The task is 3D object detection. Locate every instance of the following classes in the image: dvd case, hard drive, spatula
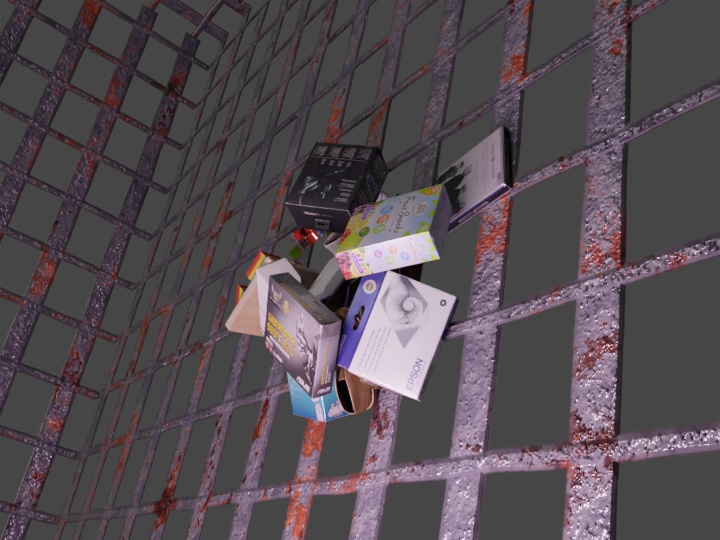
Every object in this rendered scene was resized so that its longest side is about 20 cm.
[{"bbox_3d":[0.215,-0.171,1.536,0.199,0.024,0.153,-35,39,43],"label":"dvd case"},{"bbox_3d":[-0.063,0.013,1.713,0.133,0.025,0.200,-54,9,-18],"label":"hard drive"},{"bbox_3d":[0.000,0.000,1.629,0.203,0.020,0.057,-63,9,13],"label":"spatula"}]

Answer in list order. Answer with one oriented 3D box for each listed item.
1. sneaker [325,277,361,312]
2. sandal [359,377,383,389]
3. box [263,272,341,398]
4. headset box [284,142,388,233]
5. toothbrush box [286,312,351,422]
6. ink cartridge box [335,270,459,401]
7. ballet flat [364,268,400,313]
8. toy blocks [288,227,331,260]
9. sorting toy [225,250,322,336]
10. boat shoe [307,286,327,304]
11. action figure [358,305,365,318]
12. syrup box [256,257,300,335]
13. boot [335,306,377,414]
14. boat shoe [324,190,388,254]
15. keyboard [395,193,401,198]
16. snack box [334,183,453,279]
[{"bbox_3d":[-0.011,0.011,1.723,0.200,0.066,0.091,-47,20,33],"label":"sneaker"},{"bbox_3d":[0.061,0.133,1.497,0.203,0.080,0.055,-67,8,-11],"label":"sandal"},{"bbox_3d":[-0.115,0.120,1.497,0.199,0.048,0.161,39,129,45],"label":"box"},{"bbox_3d":[-0.054,-0.183,1.788,0.171,0.093,0.203,7,59,28],"label":"headset box"},{"bbox_3d":[-0.087,0.191,1.594,0.145,0.084,0.205,-7,93,59],"label":"toothbrush box"},{"bbox_3d":[0.056,0.108,1.437,0.197,0.041,0.203,19,81,21],"label":"ink cartridge box"},{"bbox_3d":[0.048,0.017,1.557,0.064,0.074,0.203,101,-178,-57],"label":"ballet flat"},{"bbox_3d":[-0.097,-0.114,1.896,0.199,0.100,0.137,-41,3,-9],"label":"toy blocks"},{"bbox_3d":[-0.216,0.056,1.897,0.070,0.198,0.201,43,106,35],"label":"sorting toy"},{"bbox_3d":[-0.105,0.133,1.802,0.075,0.074,0.203,102,175,-52],"label":"boat shoe"},{"bbox_3d":[-0.010,0.140,1.601,0.199,0.068,0.133,161,115,-65],"label":"action figure"},{"bbox_3d":[-0.186,0.079,1.819,0.082,0.078,0.203,47,148,38],"label":"syrup box"},{"bbox_3d":[-0.019,0.172,1.495,0.072,0.075,0.205,-11,91,34],"label":"boot"},{"bbox_3d":[-0.013,-0.115,1.842,0.200,0.065,0.073,-46,32,31],"label":"boat shoe"},{"bbox_3d":[0.083,-0.068,1.687,0.105,0.039,0.204,115,163,-55],"label":"keyboard"},{"bbox_3d":[0.066,-0.075,1.491,0.196,0.068,0.170,-12,32,24],"label":"snack box"}]
